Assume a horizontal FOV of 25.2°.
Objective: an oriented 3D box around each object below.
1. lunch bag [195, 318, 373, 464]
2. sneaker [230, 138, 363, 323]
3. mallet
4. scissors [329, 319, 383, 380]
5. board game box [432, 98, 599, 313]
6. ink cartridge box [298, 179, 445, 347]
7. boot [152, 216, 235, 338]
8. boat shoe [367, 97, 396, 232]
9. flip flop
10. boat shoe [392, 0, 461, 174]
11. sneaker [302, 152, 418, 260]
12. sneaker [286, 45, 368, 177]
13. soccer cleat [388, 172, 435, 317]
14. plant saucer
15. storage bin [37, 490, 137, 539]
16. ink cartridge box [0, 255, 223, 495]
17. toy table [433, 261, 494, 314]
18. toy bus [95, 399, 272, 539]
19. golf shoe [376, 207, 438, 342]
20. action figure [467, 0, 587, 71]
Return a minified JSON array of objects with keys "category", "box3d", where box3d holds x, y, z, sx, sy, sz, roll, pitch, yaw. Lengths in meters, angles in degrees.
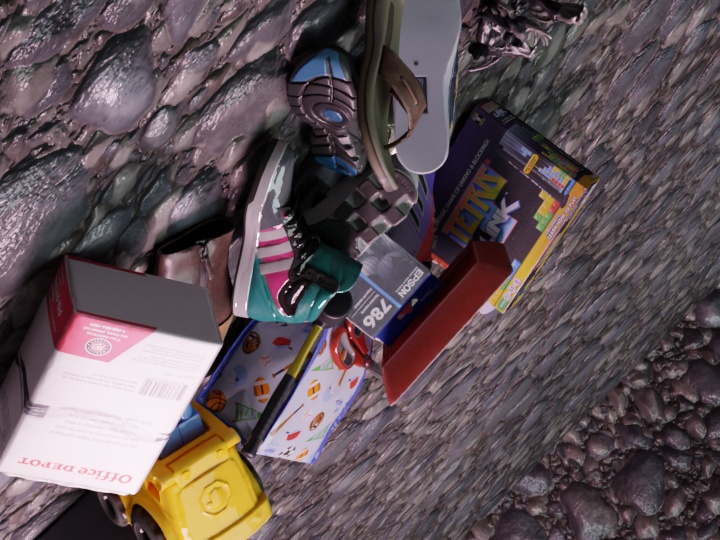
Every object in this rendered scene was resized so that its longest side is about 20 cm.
[{"category":"lunch bag","box3d":[-0.072,0.106,1.847,0.200,0.124,0.170,-56,158,5]},{"category":"sneaker","box3d":[-0.054,-0.027,1.581,0.084,0.120,0.200,-69,172,-56]},{"category":"mallet","box3d":[-0.071,0.104,1.671,0.200,0.041,0.066,-60,-175,-9]},{"category":"scissors","box3d":[-0.001,0.106,1.851,0.200,0.014,0.073,71,38,-56]},{"category":"board game box","box3d":[0.163,-0.076,1.927,0.200,0.165,0.057,-60,168,30]},{"category":"ink cartridge box","box3d":[0.000,0.000,1.740,0.200,0.039,0.100,38,94,-27]},{"category":"boot","box3d":[-0.204,0.044,1.576,0.200,0.072,0.167,-30,142,-38]},{"category":"boat shoe","box3d":[0.015,-0.112,1.728,0.062,0.072,0.200,-4,135,-28]},{"category":"flip flop","box3d":[0.033,-0.173,1.486,0.081,0.057,0.201,51,42,-72]},{"category":"boat shoe","box3d":[0.062,-0.200,1.588,0.091,0.071,0.201,-69,163,-74]},{"category":"sneaker","box3d":[-0.017,-0.051,1.659,0.200,0.074,0.089,-33,-162,22]},{"category":"sneaker","box3d":[-0.020,-0.169,1.545,0.200,0.073,0.082,82,31,-67]},{"category":"soccer cleat","box3d":[0.058,-0.039,1.842,0.068,0.073,0.200,65,44,-66]},{"category":"plant saucer","box3d":[0.088,0.047,1.825,0.200,0.037,0.200,-49,-175,9]},{"category":"storage bin","box3d":[-0.265,0.317,1.833,0.200,0.134,0.146,-42,160,-12]},{"category":"ink cartridge box","box3d":[-0.235,0.099,1.465,0.144,0.084,0.200,14,123,-28]},{"category":"toy table","box3d":[0.174,-0.054,2.073,0.200,0.117,0.184,-54,160,21]},{"category":"toy bus","box3d":[-0.208,0.187,1.693,0.136,0.200,0.192,-32,127,-25]},{"category":"golf shoe","box3d":[0.035,0.004,1.937,0.078,0.097,0.200,-70,175,-59]},{"category":"action figure","box3d":[0.176,-0.275,1.680,0.119,0.102,0.200,-46,163,-41]}]
